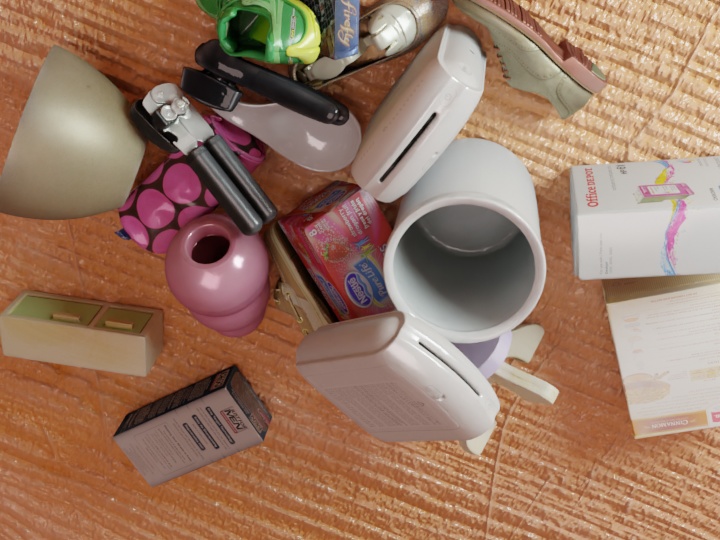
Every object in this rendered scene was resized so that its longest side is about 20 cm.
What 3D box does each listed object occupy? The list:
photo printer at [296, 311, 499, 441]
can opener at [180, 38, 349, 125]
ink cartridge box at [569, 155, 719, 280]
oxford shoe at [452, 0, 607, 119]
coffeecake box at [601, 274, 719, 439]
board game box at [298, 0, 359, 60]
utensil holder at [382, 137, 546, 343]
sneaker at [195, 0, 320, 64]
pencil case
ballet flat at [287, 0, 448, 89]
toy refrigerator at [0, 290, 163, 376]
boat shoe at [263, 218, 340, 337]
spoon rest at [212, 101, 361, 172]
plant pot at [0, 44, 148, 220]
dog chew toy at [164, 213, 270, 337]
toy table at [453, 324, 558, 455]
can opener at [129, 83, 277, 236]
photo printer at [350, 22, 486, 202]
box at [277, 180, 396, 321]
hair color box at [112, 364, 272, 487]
[{"bbox_3d":[0.043,0.119,1.035,0.166,0.070,0.200,42,150,-21],"label":"photo printer"},{"bbox_3d":[-0.102,-0.203,1.048,0.199,0.063,0.079,21,111,14],"label":"can opener"},{"bbox_3d":[0.333,-0.060,1.052,0.199,0.145,0.085,-4,116,11],"label":"ink cartridge box"},{"bbox_3d":[0.171,-0.237,1.032,0.200,0.071,0.074,35,119,-9],"label":"oxford shoe"},{"bbox_3d":[0.391,0.096,1.163,0.153,0.073,0.201,-12,114,14],"label":"coffeecake box"},{"bbox_3d":[-0.054,-0.335,0.992,0.135,0.035,0.201,31,129,42],"label":"board game box"},{"bbox_3d":[0.121,-0.042,1.065,0.169,0.200,0.171,4,117,8],"label":"utensil holder"},{"bbox_3d":[-0.124,-0.275,1.010,0.200,0.083,0.074,37,133,38],"label":"sneaker"},{"bbox_3d":[-0.209,-0.107,1.152,0.200,0.091,0.094,-40,96,22],"label":"pencil case"},{"bbox_3d":[0.007,-0.250,1.052,0.200,0.067,0.068,-26,111,20],"label":"ballet flat"},{"bbox_3d":[-0.372,0.081,1.278,0.199,0.076,0.070,9,118,5],"label":"toy refrigerator"},{"bbox_3d":[-0.075,0.031,1.205,0.066,0.074,0.200,-22,106,23],"label":"boat shoe"},{"bbox_3d":[-0.094,-0.177,1.106,0.199,0.061,0.100,23,130,-1],"label":"spoon rest"},{"bbox_3d":[-0.323,-0.141,1.102,0.134,0.201,0.201,20,119,-18],"label":"plant pot"},{"bbox_3d":[-0.166,0.018,1.172,0.124,0.125,0.200,3,151,8],"label":"dog chew toy"},{"bbox_3d":[0.143,0.118,1.170,0.117,0.200,0.184,39,83,-22],"label":"toy table"},{"bbox_3d":[-0.174,-0.125,1.074,0.200,0.053,0.066,49,144,-4],"label":"can opener"},{"bbox_3d":[0.063,-0.167,1.011,0.069,0.200,0.166,35,118,-10],"label":"photo printer"},{"bbox_3d":[0.000,0.000,1.144,0.095,0.100,0.200,-36,111,-14],"label":"box"},{"bbox_3d":[-0.235,0.220,1.335,0.199,0.061,0.100,-24,111,20],"label":"hair color box"}]
